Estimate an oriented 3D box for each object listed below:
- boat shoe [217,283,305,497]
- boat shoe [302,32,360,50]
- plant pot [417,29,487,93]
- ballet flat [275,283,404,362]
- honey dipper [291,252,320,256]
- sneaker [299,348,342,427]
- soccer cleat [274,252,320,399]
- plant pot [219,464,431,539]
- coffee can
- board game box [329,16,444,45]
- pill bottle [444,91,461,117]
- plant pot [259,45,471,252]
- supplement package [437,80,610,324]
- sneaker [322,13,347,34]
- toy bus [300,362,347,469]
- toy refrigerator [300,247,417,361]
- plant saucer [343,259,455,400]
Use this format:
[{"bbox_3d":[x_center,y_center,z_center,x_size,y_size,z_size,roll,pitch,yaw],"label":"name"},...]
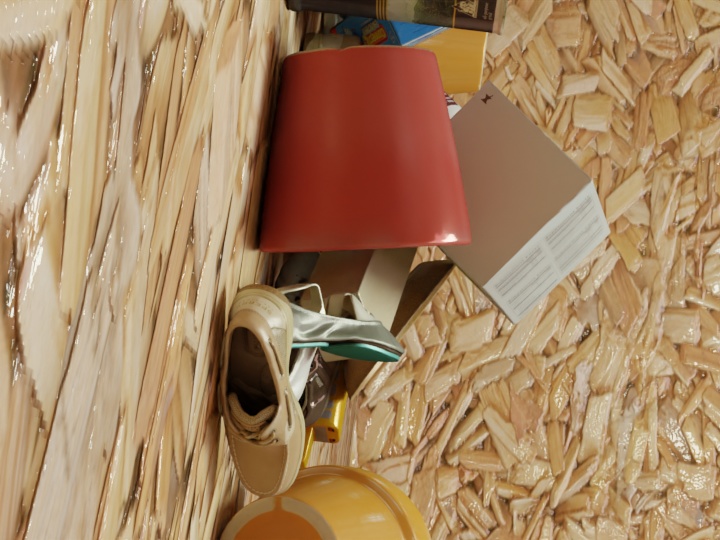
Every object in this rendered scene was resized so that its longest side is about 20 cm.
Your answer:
[{"bbox_3d":[-0.089,0.112,1.169,0.065,0.071,0.202,-65,155,-58],"label":"boat shoe"},{"bbox_3d":[-0.029,-0.143,1.458,0.072,0.064,0.202,-74,166,-84],"label":"boat shoe"},{"bbox_3d":[0.084,-0.323,1.958,0.200,0.181,0.202,7,90,-87],"label":"plant pot"},{"bbox_3d":[-0.029,0.046,1.283,0.199,0.067,0.064,10,79,-46],"label":"ballet flat"},{"bbox_3d":[-0.063,-0.028,1.523,0.200,0.038,0.038,81,16,-71],"label":"honey dipper"},{"bbox_3d":[-0.055,0.085,1.532,0.075,0.070,0.202,-24,128,-61],"label":"sneaker"},{"bbox_3d":[-0.065,0.050,1.412,0.078,0.069,0.201,89,11,-51],"label":"soccer cleat"},{"bbox_3d":[-0.048,0.282,1.341,0.183,0.198,0.202,32,65,-69],"label":"plant pot"},{"bbox_3d":[0.041,-0.300,1.291,0.146,0.198,0.148,7,90,-87],"label":"coffee can"},{"bbox_3d":[0.086,-0.281,1.474,0.056,0.199,0.196,65,-14,-6],"label":"board game box"},{"bbox_3d":[0.050,-0.166,1.588,0.113,0.200,0.113,-37,159,-17],"label":"pill bottle"},{"bbox_3d":[0.003,-0.108,1.294,0.200,0.198,0.179,-19,108,-86],"label":"plant pot"},{"bbox_3d":[0.146,-0.064,1.458,0.151,0.152,0.200,-44,161,2],"label":"supplement package"},{"bbox_3d":[0.002,-0.296,1.606,0.201,0.084,0.076,92,6,-59],"label":"sneaker"},{"bbox_3d":[-0.054,0.133,1.649,0.065,0.078,0.202,90,8,-64],"label":"toy bus"},{"bbox_3d":[0.000,0.000,1.439,0.201,0.069,0.076,-69,144,-52],"label":"toy refrigerator"},{"bbox_3d":[0.037,0.058,1.601,0.201,0.035,0.200,-52,175,-6],"label":"plant saucer"}]
